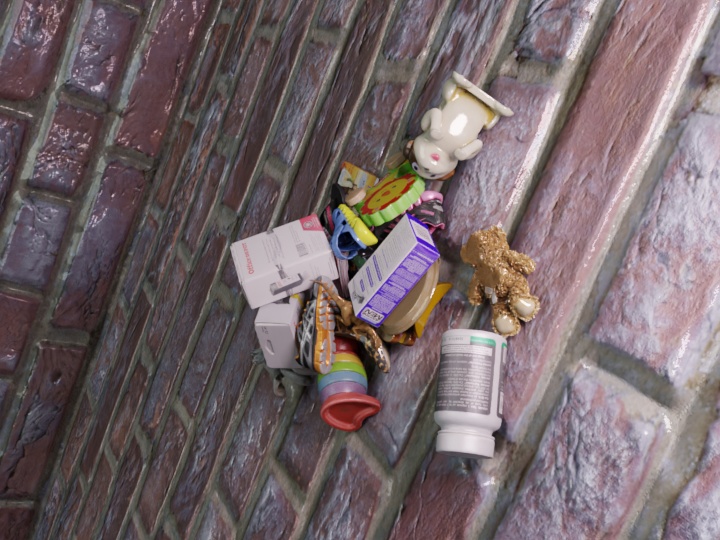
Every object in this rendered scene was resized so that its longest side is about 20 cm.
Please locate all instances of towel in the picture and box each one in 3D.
[{"bbox_3d":[-0.059,-0.012,1.846,0.200,0.030,0.147,-132,30,-61],"label":"towel"}]

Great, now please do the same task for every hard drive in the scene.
[{"bbox_3d":[0.000,0.000,1.777,0.200,0.038,0.141,-136,32,-58],"label":"hard drive"}]

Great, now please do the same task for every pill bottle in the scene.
[{"bbox_3d":[0.182,0.207,1.367,0.113,0.113,0.201,-17,61,55],"label":"pill bottle"}]

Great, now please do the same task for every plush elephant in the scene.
[{"bbox_3d":[-0.164,0.202,1.905,0.155,0.199,0.166,120,139,-68],"label":"plush elephant"}]

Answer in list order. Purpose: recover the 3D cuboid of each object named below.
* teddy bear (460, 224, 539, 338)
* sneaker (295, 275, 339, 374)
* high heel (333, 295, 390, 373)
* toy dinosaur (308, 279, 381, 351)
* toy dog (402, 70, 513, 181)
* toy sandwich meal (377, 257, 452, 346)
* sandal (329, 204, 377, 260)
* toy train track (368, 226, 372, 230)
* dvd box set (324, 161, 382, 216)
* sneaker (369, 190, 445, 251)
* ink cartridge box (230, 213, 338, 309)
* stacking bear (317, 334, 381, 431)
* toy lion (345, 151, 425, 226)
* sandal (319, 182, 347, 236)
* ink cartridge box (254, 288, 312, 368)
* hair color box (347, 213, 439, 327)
[{"bbox_3d":[0.247,0.019,1.417,0.200,0.066,0.146,54,131,46],"label":"teddy bear"},{"bbox_3d":[-0.094,0.109,1.675,0.077,0.078,0.201,3,84,31],"label":"sneaker"},{"bbox_3d":[-0.027,0.155,1.704,0.142,0.071,0.201,-27,59,1],"label":"high heel"},{"bbox_3d":[-0.027,0.076,1.635,0.060,0.200,0.106,-49,8,-19],"label":"toy dinosaur"},{"bbox_3d":[0.168,-0.272,1.589,0.200,0.139,0.194,-55,20,12],"label":"toy dog"},{"bbox_3d":[0.104,0.056,1.622,0.205,0.070,0.206,-43,31,34],"label":"toy sandwich meal"},{"bbox_3d":[-0.033,-0.078,1.705,0.087,0.080,0.200,-42,19,2],"label":"sandal"},{"bbox_3d":[0.056,-0.068,1.791,0.115,0.032,0.200,-52,41,11],"label":"toy train track"},{"bbox_3d":[-0.014,-0.170,1.953,0.200,0.029,0.147,38,110,57],"label":"dvd box set"},{"bbox_3d":[0.097,-0.079,1.681,0.200,0.079,0.096,-35,62,34],"label":"sneaker"},{"bbox_3d":[-0.163,-0.020,1.729,0.146,0.199,0.085,-115,8,-50],"label":"ink cartridge box"},{"bbox_3d":[-0.036,0.218,1.732,0.121,0.113,0.201,-46,35,37],"label":"stacking bear"},{"bbox_3d":[0.070,-0.165,1.679,0.200,0.069,0.191,-44,22,-19],"label":"toy lion"},{"bbox_3d":[-0.072,-0.109,1.950,0.075,0.045,0.201,42,128,56],"label":"sandal"},{"bbox_3d":[-0.153,0.093,1.777,0.201,0.085,0.148,-78,-18,-45],"label":"ink cartridge box"},{"bbox_3d":[0.062,0.001,1.600,0.200,0.065,0.110,-49,29,22],"label":"hair color box"}]
